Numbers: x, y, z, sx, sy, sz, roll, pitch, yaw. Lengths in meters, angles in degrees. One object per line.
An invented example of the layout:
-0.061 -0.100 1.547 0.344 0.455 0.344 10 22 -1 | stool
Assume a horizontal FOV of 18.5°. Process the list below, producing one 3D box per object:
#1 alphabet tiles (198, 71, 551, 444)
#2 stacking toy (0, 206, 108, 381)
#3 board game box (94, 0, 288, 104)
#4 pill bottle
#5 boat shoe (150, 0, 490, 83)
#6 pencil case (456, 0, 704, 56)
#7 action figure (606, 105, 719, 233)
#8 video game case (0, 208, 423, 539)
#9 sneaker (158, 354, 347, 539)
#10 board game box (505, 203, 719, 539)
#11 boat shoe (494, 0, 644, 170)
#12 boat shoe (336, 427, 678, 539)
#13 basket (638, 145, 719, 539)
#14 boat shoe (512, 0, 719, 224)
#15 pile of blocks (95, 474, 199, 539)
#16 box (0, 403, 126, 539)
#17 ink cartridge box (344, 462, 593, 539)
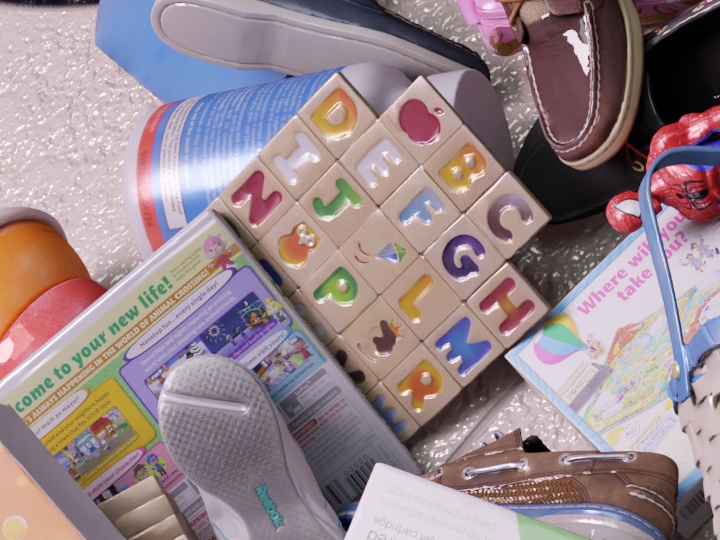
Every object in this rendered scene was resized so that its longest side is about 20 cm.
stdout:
0.000 0.000 1.168 0.167 0.006 0.200 49 115 7 | alphabet tiles
-0.156 0.068 1.241 0.200 0.146 0.146 32 80 24 | stacking toy
-0.077 -0.169 1.383 0.158 0.039 0.200 -52 48 2 | board game box
-0.022 -0.054 1.231 0.199 0.112 0.113 -10 58 26 | pill bottle
-0.018 -0.139 1.266 0.199 0.075 0.062 13 57 2 | boat shoe
0.154 -0.168 1.218 0.199 0.086 0.083 -5 77 29 | pencil case
0.212 -0.067 1.090 0.199 0.066 0.052 -24 36 15 | action figure
-0.099 0.099 1.179 0.200 0.022 0.182 -39 85 4 | video game case
-0.040 0.131 1.124 0.070 0.080 0.201 -22 94 2 | sneaker
0.188 0.019 1.116 0.200 0.034 0.134 -44 50 0 | board game box
0.094 -0.149 1.143 0.072 0.072 0.201 -24 63 48 | boat shoe
0.076 0.120 1.094 0.199 0.072 0.073 -1 48 42 | boat shoe
0.224 0.035 0.998 0.176 0.139 0.201 -4 66 -7 | basket
0.153 -0.086 1.151 0.201 0.063 0.074 -35 93 27 | boat shoe
-0.152 0.195 1.143 0.082 0.062 0.200 36 86 11 | pile of blocks
-0.163 0.175 1.066 0.124 0.097 0.200 -43 79 -1 | box
0.039 0.208 0.972 0.146 0.084 0.201 18 74 17 | ink cartridge box
